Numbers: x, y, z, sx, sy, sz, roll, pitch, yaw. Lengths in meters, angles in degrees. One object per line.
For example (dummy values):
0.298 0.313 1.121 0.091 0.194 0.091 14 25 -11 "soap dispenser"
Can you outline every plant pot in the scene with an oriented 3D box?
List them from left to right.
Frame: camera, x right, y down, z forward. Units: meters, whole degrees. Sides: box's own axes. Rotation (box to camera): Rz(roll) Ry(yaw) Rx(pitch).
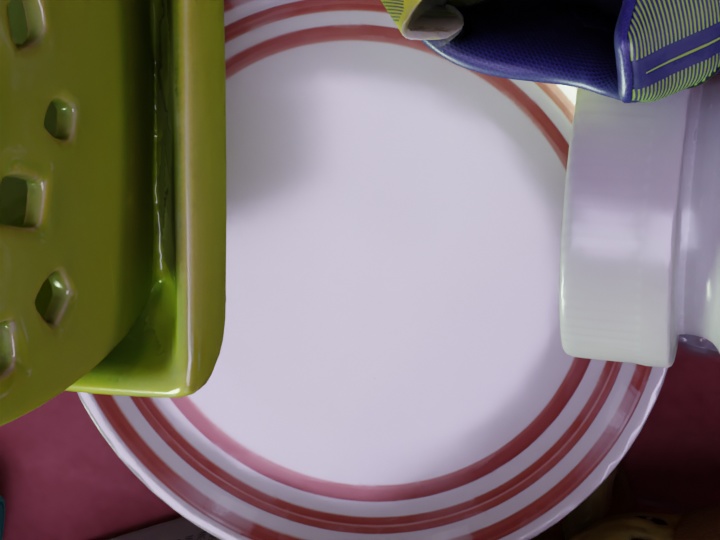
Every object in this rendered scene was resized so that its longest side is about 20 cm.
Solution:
-0.148 -0.050 0.732 0.199 0.181 0.200 2 94 44 "plant pot"

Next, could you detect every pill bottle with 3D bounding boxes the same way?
0.159 -0.013 0.718 0.199 0.110 0.110 5 116 10 "pill bottle"

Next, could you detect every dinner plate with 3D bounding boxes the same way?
0.000 0.000 0.812 0.199 0.024 0.201 2 106 9 "dinner plate"

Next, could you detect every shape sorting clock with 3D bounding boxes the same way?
0.026 -0.075 0.819 0.199 0.039 0.201 2 107 7 "shape sorting clock"

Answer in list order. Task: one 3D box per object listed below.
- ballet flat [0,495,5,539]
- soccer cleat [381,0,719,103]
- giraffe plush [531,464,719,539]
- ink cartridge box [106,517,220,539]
-0.175 0.156 0.941 0.074 0.074 0.201 12 114 0 "ballet flat"
0.020 -0.097 0.714 0.200 0.084 0.065 24 139 36 "soccer cleat"
0.117 0.143 0.857 0.199 0.173 0.163 -29 98 0 "giraffe plush"
-0.013 0.182 0.924 0.175 0.084 0.201 -19 112 14 "ink cartridge box"
